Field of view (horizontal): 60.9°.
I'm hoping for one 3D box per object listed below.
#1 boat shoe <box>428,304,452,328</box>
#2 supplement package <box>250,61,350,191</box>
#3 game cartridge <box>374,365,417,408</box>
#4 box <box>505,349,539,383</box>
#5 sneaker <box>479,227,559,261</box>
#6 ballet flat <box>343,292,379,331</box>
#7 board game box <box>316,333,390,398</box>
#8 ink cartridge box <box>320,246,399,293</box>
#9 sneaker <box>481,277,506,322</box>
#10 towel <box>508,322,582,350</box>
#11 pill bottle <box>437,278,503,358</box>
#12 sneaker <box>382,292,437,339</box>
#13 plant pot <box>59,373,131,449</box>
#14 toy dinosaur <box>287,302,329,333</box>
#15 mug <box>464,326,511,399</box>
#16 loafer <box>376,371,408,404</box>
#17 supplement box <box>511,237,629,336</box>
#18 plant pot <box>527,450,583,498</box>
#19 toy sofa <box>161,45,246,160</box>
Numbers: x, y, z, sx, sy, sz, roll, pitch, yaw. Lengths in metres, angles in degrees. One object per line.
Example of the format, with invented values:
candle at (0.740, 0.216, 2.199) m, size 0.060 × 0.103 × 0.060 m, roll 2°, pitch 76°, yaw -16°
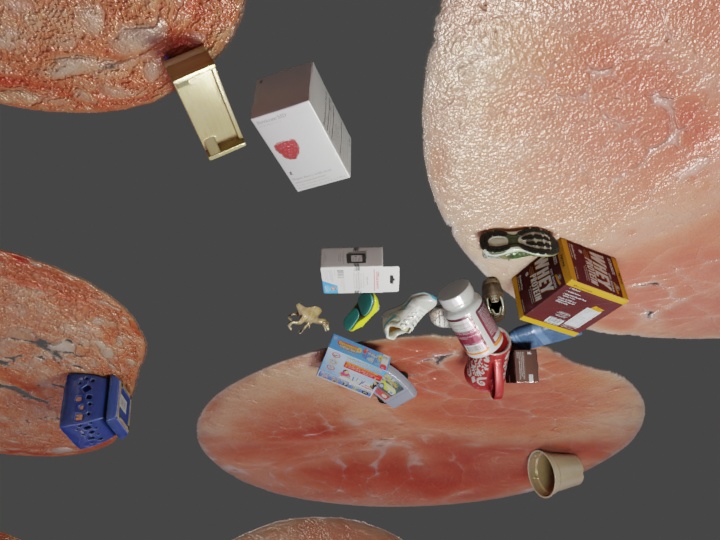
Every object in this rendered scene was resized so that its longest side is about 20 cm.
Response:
boat shoe at (0.290, 0.139, 1.782) m, size 0.199 × 0.072 × 0.076 m, roll 19°, pitch 98°, yaw -13°
supplement package at (-0.108, -0.272, 1.180) m, size 0.121 × 0.120 × 0.200 m, roll -13°, pitch 141°, yaw 17°
game cartridge at (0.087, 0.376, 2.058) m, size 0.200 × 0.041 × 0.133 m, roll 40°, pitch 127°, yaw -11°
box at (0.499, 0.302, 1.909) m, size 0.075 × 0.101 × 0.200 m, roll -1°, pitch 169°, yaw 3°
sneaker at (0.392, -0.057, 1.531) m, size 0.199 × 0.077 × 0.089 m, roll 3°, pitch 156°, yaw 4°
ballet flat at (0.016, 0.112, 1.754) m, size 0.067 × 0.067 × 0.200 m, roll -5°, pitch 152°, yaw -30°
board game box at (-0.025, 0.309, 1.964) m, size 0.199 × 0.056 × 0.196 m, roll 23°, pitch 140°, yaw -1°
ink cartridge box at (0.000, 0.000, 1.589) m, size 0.199 × 0.067 × 0.116 m, roll -1°, pitch 143°, yaw 1°
sneaker at (0.374, 0.105, 1.728) m, size 0.070 × 0.076 × 0.200 m, roll -11°, pitch 142°, yaw 13°
towel at (0.558, 0.183, 1.858) m, size 0.199 × 0.049 × 0.112 m, roll -20°, pitch 141°, yaw 25°
pill bottle at (0.298, 0.130, 1.680) m, size 0.114 × 0.114 × 0.200 m, roll -22°, pitch 112°, yaw 26°
sneaker at (0.144, 0.130, 1.755) m, size 0.076 × 0.081 × 0.200 m, roll 28°, pitch 134°, yaw -30°
plant pot at (-0.902, 0.478, 2.114) m, size 0.179 × 0.201 × 0.200 m, roll -5°, pitch 144°, yaw -5°
toy dinosaur at (-0.166, 0.130, 1.786) m, size 0.101 × 0.058 × 0.200 m, roll -29°, pitch 145°, yaw 12°
mug at (0.415, 0.284, 1.903) m, size 0.133 × 0.178 × 0.200 m, roll -30°, pitch 145°, yaw -23°
loafer at (0.108, 0.427, 2.157) m, size 0.073 × 0.072 × 0.200 m, roll 11°, pitch 142°, yaw -15°
supplement box at (0.544, 0.049, 1.608) m, size 0.196 × 0.133 × 0.200 m, roll 17°, pitch 140°, yaw -22°
plant pot at (0.872, 0.889, 2.710) m, size 0.183 × 0.201 × 0.201 m, roll 0°, pitch 145°, yaw -21°
toy sofa at (-0.294, -0.320, 1.162) m, size 0.083 × 0.098 × 0.200 m, roll -25°, pitch 143°, yaw -8°
